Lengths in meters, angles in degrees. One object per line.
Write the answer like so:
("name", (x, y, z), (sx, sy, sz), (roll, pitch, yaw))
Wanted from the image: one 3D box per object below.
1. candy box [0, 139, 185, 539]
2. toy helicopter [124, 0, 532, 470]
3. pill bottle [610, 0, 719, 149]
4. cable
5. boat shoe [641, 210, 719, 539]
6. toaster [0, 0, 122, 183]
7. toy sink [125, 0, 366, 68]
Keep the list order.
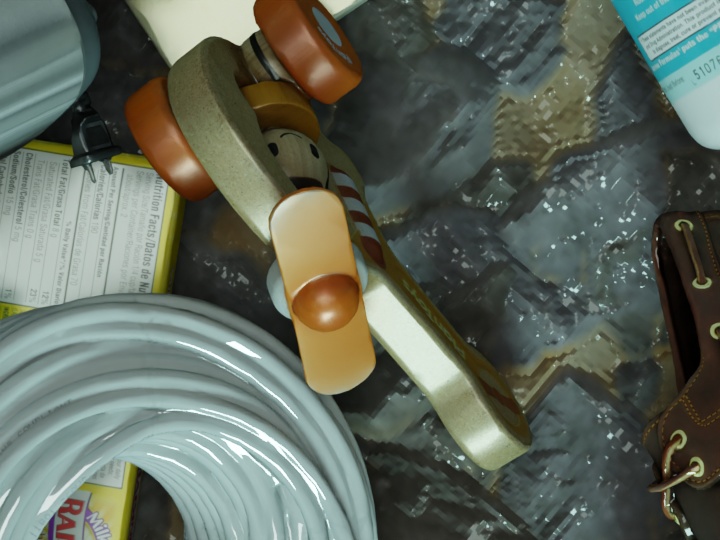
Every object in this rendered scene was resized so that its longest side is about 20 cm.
("candy box", (-0.130, 0.050, 1.127), (0.102, 0.026, 0.201), (10, 93, 3))
("toy helicopter", (0.000, 0.000, 1.067), (0.079, 0.132, 0.200), (-35, 113, 12))
("pill bottle", (0.120, -0.153, 1.062), (0.110, 0.111, 0.201), (-31, 90, 4))
("cable", (-0.087, 0.106, 1.065), (0.199, 0.069, 0.201), (-5, 98, -26))
("boat shoe", (0.133, 0.063, 1.050), (0.070, 0.071, 0.201), (9, 49, -7))
("toaster", (-0.184, -0.091, 1.025), (0.129, 0.114, 0.201), (-33, 91, -39))
("toy sink", (-0.067, -0.176, 1.074), (0.130, 0.112, 0.201), (-33, 90, 5))
